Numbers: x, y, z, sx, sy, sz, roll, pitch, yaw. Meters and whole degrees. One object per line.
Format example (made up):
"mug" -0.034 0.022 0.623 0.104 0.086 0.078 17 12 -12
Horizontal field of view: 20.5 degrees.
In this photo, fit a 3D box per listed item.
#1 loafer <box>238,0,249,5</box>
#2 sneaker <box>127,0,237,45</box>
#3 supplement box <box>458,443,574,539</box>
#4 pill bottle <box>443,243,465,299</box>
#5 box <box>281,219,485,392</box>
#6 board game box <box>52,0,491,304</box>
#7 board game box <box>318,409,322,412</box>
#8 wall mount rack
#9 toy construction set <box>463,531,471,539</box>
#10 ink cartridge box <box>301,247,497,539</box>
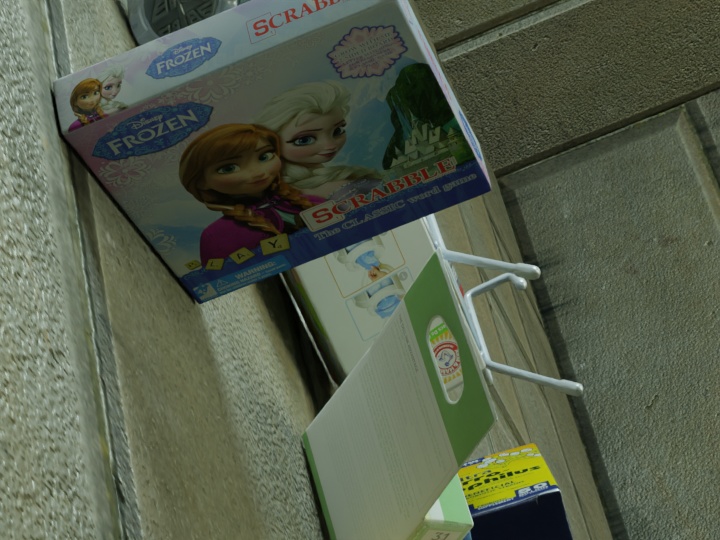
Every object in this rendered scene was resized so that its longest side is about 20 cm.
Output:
"loafer" -0.070 -0.161 1.706 0.063 0.071 0.202 162 -86 -78
"sneaker" -0.115 -0.164 1.386 0.100 0.077 0.201 -109 -176 -64
"supplement box" 0.121 0.228 1.679 0.200 0.108 0.110 -99 173 -85
"pill bottle" 0.001 -0.037 1.632 0.116 0.115 0.201 -78 147 -75
"box" 0.000 0.000 1.495 0.201 0.101 0.113 65 -8 -24
"board game box" -0.044 -0.076 1.144 0.200 0.199 0.041 56 16 -55
"board game box" 0.026 0.205 1.496 0.200 0.029 0.135 59 14 -50
"wall mount rack" 0.101 0.013 1.530 0.174 0.074 0.201 -107 174 -56
"toy construction set" 0.065 0.246 1.349 0.201 0.091 0.132 100 -15 -46
"ink cartridge box" 0.037 0.106 1.290 0.048 0.200 0.146 11 43 -31
